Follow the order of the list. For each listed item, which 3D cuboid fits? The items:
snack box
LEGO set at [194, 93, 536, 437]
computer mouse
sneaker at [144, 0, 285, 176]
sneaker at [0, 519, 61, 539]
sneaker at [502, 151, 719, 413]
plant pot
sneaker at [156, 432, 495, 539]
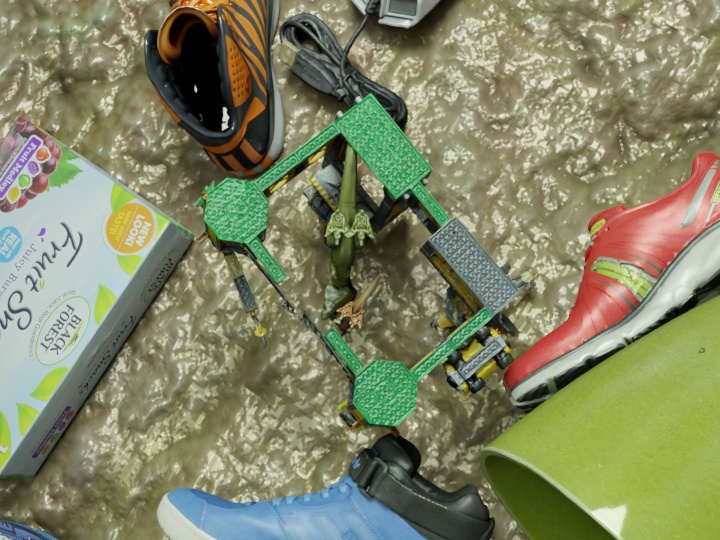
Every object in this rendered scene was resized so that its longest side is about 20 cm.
[{"bbox_3d":[-0.227,0.018,0.793,0.142,0.053,0.201,33,88,16],"label":"snack box"},{"bbox_3d":[0.000,0.000,0.710,0.200,0.116,0.154,43,79,2],"label":"LEGO set"},{"bbox_3d":[0.032,-0.198,0.781,0.109,0.044,0.201,35,94,22],"label":"computer mouse"},{"bbox_3d":[-0.098,-0.169,0.768,0.077,0.112,0.202,-17,76,9],"label":"sneaker"},{"bbox_3d":[-0.195,0.232,0.730,0.200,0.078,0.075,42,90,17],"label":"sneaker"},{"bbox_3d":[0.158,0.007,0.702,0.200,0.077,0.085,-39,62,-4],"label":"sneaker"},{"bbox_3d":[0.198,0.095,0.626,0.200,0.187,0.187,-43,72,-13],"label":"plant pot"},{"bbox_3d":[-0.017,0.142,0.704,0.199,0.077,0.112,20,90,12],"label":"sneaker"}]
